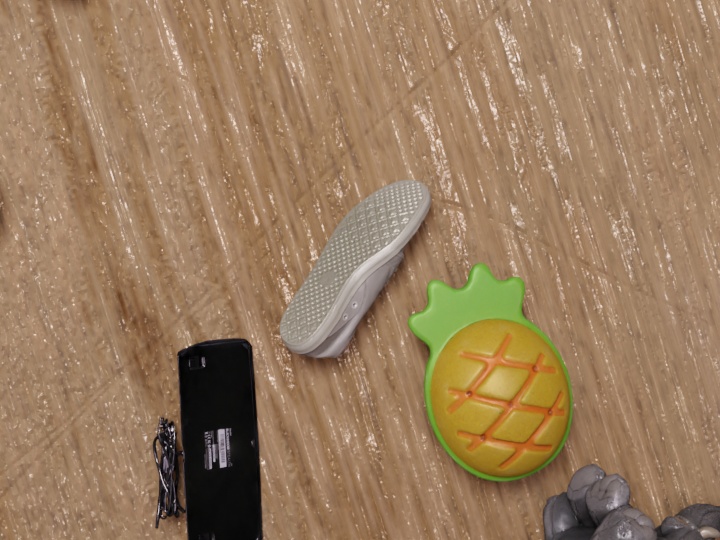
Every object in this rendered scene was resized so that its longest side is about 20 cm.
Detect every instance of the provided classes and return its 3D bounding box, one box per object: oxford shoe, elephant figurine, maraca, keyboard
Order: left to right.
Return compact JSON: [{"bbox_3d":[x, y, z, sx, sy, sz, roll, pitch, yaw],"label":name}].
[{"bbox_3d":[-0.148,0.166,0.901,0.104,0.040,0.201,-3,90,-29],"label":"keyboard"},{"bbox_3d":[0.000,0.000,0.900,0.200,0.075,0.058,-55,137,-11],"label":"oxford shoe"},{"bbox_3d":[0.120,0.095,0.883,0.136,0.107,0.201,-20,92,-7],"label":"maraca"},{"bbox_3d":[0.274,0.279,0.899,0.199,0.142,0.155,30,117,-21],"label":"elephant figurine"}]
